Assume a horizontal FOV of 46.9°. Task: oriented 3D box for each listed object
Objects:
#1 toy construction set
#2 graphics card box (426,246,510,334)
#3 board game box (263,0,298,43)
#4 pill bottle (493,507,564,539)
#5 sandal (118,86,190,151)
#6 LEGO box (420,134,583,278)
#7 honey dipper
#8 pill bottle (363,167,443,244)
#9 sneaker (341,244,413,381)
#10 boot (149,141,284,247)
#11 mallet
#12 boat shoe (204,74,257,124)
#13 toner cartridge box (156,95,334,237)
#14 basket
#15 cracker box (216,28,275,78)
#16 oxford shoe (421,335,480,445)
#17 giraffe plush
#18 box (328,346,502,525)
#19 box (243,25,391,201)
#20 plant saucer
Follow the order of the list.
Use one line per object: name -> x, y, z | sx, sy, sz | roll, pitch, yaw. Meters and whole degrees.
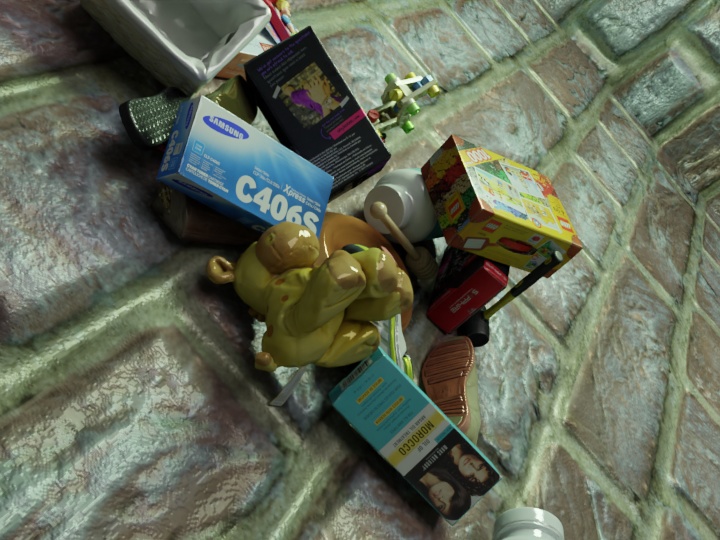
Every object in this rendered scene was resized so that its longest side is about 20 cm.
toy construction set -> 0.012, -0.236, 1.248 | 0.200, 0.131, 0.092 | -12, 71, -26
graphics card box -> 0.170, -0.008, 1.239 | 0.051, 0.125, 0.200 | 39, 35, -9
board game box -> -0.117, -0.381, 1.272 | 0.200, 0.039, 0.158 | 50, 13, -35
pill bottle -> 0.181, 0.362, 0.895 | 0.112, 0.112, 0.200 | 39, 33, -17
sandal -> -0.236, -0.171, 0.965 | 0.075, 0.045, 0.200 | 65, 16, -6
LEGO box -> 0.197, -0.088, 1.171 | 0.200, 0.077, 0.149 | 16, 43, -34
honey dipper -> 0.060, -0.043, 1.151 | 0.200, 0.038, 0.038 | 48, 22, -54
pill bottle -> 0.088, -0.098, 1.243 | 0.200, 0.111, 0.111 | -14, 69, -56
sneaker -> 0.003, 0.065, 0.984 | 0.081, 0.074, 0.200 | -7, 77, -36
boot -> -0.160, -0.102, 0.996 | 0.200, 0.064, 0.187 | 10, 48, -40
mallet -> 0.213, 0.029, 1.190 | 0.041, 0.200, 0.066 | 24, 36, -25
boat shoe -> -0.176, -0.184, 1.017 | 0.201, 0.063, 0.073 | -86, 152, -59
toner cartridge box -> -0.122, -0.103, 0.931 | 0.200, 0.043, 0.095 | 28, 66, -40
basket -> -0.234, -0.325, 1.022 | 0.200, 0.123, 0.136 | 44, 70, -12
cracker box -> -0.211, -0.368, 1.197 | 0.134, 0.058, 0.200 | -5, 61, -53
oxford shoe -> 0.122, 0.164, 1.083 | 0.200, 0.071, 0.074 | -73, 143, -53
giraffe plush -> -0.069, 0.020, 0.903 | 0.162, 0.200, 0.173 | 50, 5, 31
box -> 0.061, 0.186, 0.937 | 0.200, 0.082, 0.049 | 46, 0, -9
box -> -0.060, -0.199, 1.105 | 0.200, 0.106, 0.122 | 58, -6, -1
plant saucer -> 0.000, 0.000, 1.106 | 0.200, 0.037, 0.200 | 32, 36, -27
